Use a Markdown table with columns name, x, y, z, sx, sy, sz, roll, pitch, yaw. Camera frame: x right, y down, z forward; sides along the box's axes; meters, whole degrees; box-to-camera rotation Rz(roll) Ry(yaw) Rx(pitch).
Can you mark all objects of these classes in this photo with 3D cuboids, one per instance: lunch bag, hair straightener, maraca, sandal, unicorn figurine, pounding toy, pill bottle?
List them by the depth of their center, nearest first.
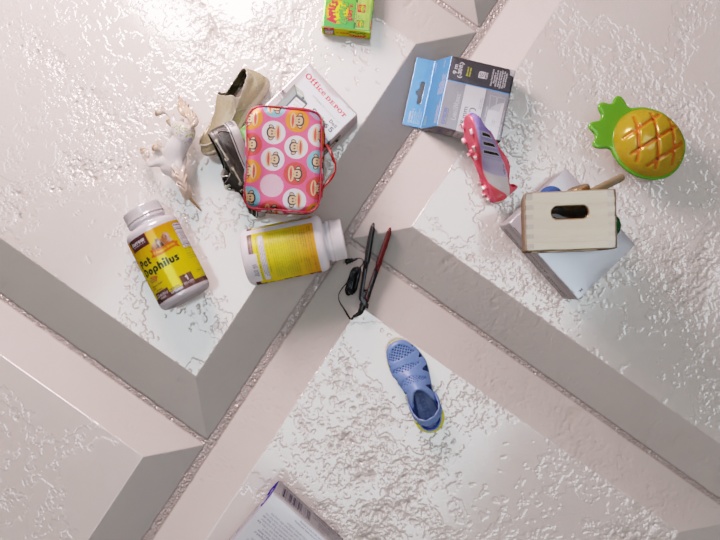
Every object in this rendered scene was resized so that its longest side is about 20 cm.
| name | x | y | z | sx | sy | sz | roll | pitch | yaw |
| --- | --- | --- | --- | --- | --- | --- | --- | --- | --- |
| pounding toy | 0.391 | -0.107 | 1.457 | 0.197 | 0.184 | 0.145 | -2 | 90 | 9 |
| lunch bag | -0.131 | -0.206 | 1.520 | 0.173 | 0.082 | 0.204 | 4 | 92 | -4 |
| pill bottle | -0.129 | -0.043 | 1.581 | 0.197 | 0.109 | 0.111 | -11 | 89 | 0 |
| pill bottle | -0.386 | -0.033 | 1.588 | 0.108 | 0.109 | 0.202 | -28 | 89 | -1 |
| maraca | 0.547 | -0.261 | 1.594 | 0.198 | 0.107 | 0.138 | 28 | 82 | 0 |
| unicorn figurine | -0.367 | -0.230 | 1.596 | 0.137 | 0.073 | 0.202 | 35 | 124 | 27 |
| sandal | 0.113 | 0.229 | 1.598 | 0.079 | 0.087 | 0.202 | -28 | 88 | 1 |
| hair straightener | 0.000 | 0.000 | 1.629 | 0.076 | 0.041 | 0.203 | 17 | 94 | 4 |

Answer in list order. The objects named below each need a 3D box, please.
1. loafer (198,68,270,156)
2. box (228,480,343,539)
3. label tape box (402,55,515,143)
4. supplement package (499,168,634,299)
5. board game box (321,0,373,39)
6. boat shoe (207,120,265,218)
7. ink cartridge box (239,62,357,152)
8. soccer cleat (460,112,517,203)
| name | x | y | z | sx | sy | sz | roll | pitch | yaw |
| --- | --- | --- | --- | --- | --- | --- | --- | --- | --- |
| loafer | -0.262 | -0.319 | 1.601 | 0.068 | 0.075 | 0.201 | 41 | 80 | -41 |
| box | -0.162 | 0.556 | 1.583 | 0.184 | 0.105 | 0.200 | 41 | 89 | 0 |
| label tape box | 0.196 | -0.344 | 1.616 | 0.197 | 0.063 | 0.147 | 13 | 89 | 0 |
| supplement package | 0.403 | -0.069 | 1.590 | 0.156 | 0.111 | 0.200 | -43 | 90 | 0 |
| board game box | -0.019 | -0.577 | 1.627 | 0.100 | 0.048 | 0.203 | 6 | 89 | 0 |
| boat shoe | -0.244 | -0.189 | 1.582 | 0.063 | 0.071 | 0.202 | -27 | 115 | -19 |
| ink cartridge box | -0.122 | -0.285 | 1.603 | 0.200 | 0.084 | 0.146 | -45 | 90 | 0 |
| soccer cleat | 0.253 | -0.225 | 1.583 | 0.076 | 0.067 | 0.202 | -26 | 121 | -6 |
